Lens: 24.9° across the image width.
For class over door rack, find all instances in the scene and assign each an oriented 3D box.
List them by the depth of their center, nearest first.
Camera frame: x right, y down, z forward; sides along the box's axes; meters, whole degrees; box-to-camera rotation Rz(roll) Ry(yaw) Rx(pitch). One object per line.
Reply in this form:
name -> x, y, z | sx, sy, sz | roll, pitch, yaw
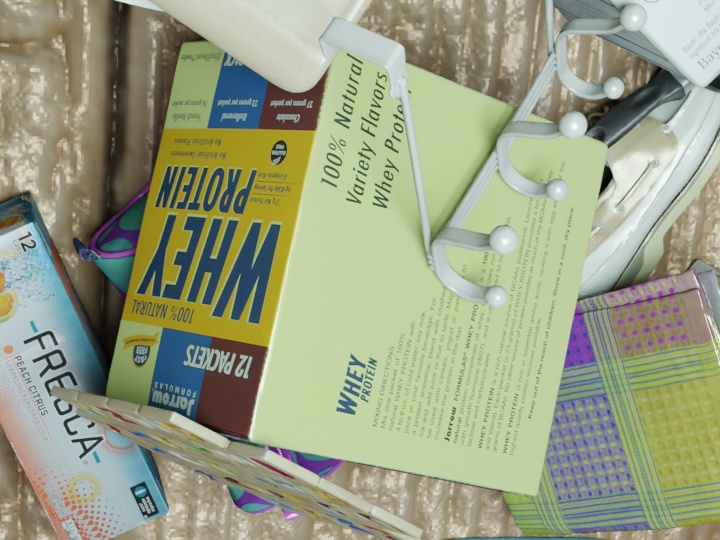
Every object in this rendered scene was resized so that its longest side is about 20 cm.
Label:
over door rack -> 0.068, -0.089, 0.747 | 0.148, 0.066, 0.200 | -59, 148, -21

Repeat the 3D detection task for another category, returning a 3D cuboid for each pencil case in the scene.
pencil case -> -0.081, 0.044, 0.946 | 0.085, 0.092, 0.200 | -29, 114, -3

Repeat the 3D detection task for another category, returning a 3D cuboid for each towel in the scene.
towel -> 0.151, 0.085, 0.965 | 0.023, 0.200, 0.144 | -19, 91, -46

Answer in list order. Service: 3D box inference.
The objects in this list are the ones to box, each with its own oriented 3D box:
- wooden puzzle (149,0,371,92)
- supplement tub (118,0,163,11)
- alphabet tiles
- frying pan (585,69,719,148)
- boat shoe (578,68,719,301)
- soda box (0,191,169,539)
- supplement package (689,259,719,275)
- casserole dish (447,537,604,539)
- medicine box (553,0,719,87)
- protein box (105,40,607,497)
wooden puzzle -> -0.048, -0.205, 0.719 | 0.185, 0.046, 0.200 | 33, 102, -7
supplement tub -> -0.109, -0.243, 0.811 | 0.144, 0.145, 0.201 | 14, 105, -18
alphabet tiles -> -0.063, 0.101, 0.836 | 0.166, 0.200, 0.006 | 32, 74, -31
frying pan -> 0.208, -0.117, 0.926 | 0.190, 0.115, 0.031 | -62, 148, -1
boat shoe -> 0.165, -0.067, 0.977 | 0.068, 0.075, 0.200 | 25, 94, -14
soda box -> -0.180, 0.060, 0.943 | 0.068, 0.064, 0.200 | -23, 113, -5
supplement package -> 0.277, 0.102, 1.041 | 0.200, 0.117, 0.117 | 30, 99, -20
casserole dish -> 0.107, 0.240, 1.090 | 0.199, 0.039, 0.122 | 2, 108, -14
medicine box -> 0.116, -0.212, 0.856 | 0.200, 0.182, 0.103 | 41, 95, -23
protein box -> 0.000, 0.000, 0.866 | 0.200, 0.135, 0.199 | 16, 84, -40
